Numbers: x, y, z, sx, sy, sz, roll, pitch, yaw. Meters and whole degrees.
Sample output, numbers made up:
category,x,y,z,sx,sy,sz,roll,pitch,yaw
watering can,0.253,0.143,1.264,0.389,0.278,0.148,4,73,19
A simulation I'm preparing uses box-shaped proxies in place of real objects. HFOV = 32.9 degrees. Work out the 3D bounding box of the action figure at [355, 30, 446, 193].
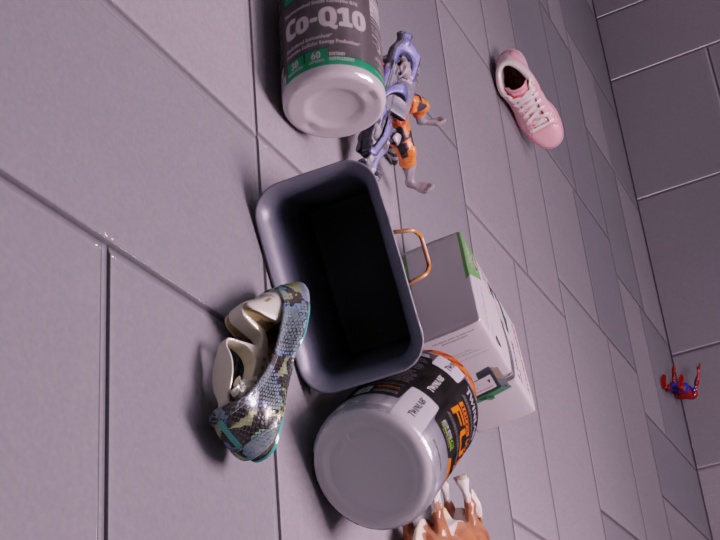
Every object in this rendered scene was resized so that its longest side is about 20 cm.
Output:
category,x,y,z,sx,sy,sz,roll,pitch,yaw
action figure,0.020,-0.171,1.456,0.193,0.104,0.202,43,60,-39

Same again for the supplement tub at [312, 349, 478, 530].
category,x,y,z,sx,sy,sz,roll,pitch,yaw
supplement tub,0.042,0.152,1.167,0.124,0.121,0.200,69,25,-8

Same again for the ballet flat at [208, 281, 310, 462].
category,x,y,z,sx,sy,sz,roll,pitch,yaw
ballet flat,-0.086,0.065,1.013,0.075,0.073,0.201,57,23,-33

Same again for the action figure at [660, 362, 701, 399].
category,x,y,z,sx,sy,sz,roll,pitch,yaw
action figure,0.786,0.261,2.978,0.200,0.064,0.101,34,60,-58

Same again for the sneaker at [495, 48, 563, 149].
category,x,y,z,sx,sy,sz,roll,pitch,yaw
sneaker,0.304,-0.304,2.225,0.202,0.075,0.105,61,19,-10

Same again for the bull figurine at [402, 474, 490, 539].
category,x,y,z,sx,sy,sz,roll,pitch,yaw
bull figurine,0.082,0.278,1.251,0.199,0.064,0.124,10,68,-67

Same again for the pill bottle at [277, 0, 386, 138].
category,x,y,z,sx,sy,sz,roll,pitch,yaw
pill bottle,-0.034,-0.255,1.314,0.113,0.112,0.203,42,36,-52

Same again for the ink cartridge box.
category,x,y,z,sx,sy,sz,roll,pitch,yaw
ink cartridge box,0.132,0.078,1.473,0.201,0.083,0.148,54,20,-44

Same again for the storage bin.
category,x,y,z,sx,sy,sz,roll,pitch,yaw
storage bin,0.000,0.000,1.189,0.134,0.143,0.203,-14,86,-78
